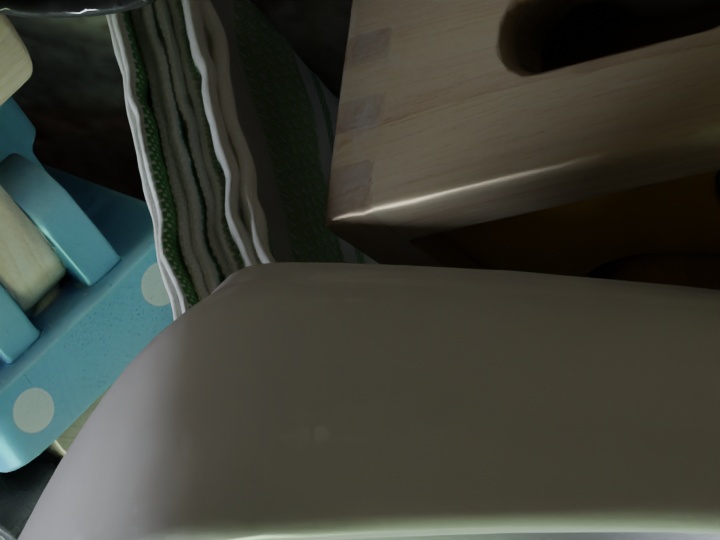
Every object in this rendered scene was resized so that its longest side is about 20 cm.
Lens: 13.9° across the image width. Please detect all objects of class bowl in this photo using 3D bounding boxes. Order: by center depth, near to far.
[{"bbox_3d":[0.019,0.063,0.626,0.199,0.075,0.200,4,151,-18],"label":"bowl"}]

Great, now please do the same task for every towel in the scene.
[{"bbox_3d":[0.000,0.000,0.744,0.031,0.150,0.200,-24,148,16],"label":"towel"}]

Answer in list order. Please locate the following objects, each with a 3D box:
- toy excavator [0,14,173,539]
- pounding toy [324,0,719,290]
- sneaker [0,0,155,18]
[{"bbox_3d":[-0.106,-0.013,0.781,0.200,0.100,0.194,52,164,-26],"label":"toy excavator"},{"bbox_3d":[0.093,-0.010,0.686,0.199,0.143,0.184,-13,149,36],"label":"pounding toy"},{"bbox_3d":[-0.030,-0.110,0.553,0.071,0.100,0.200,22,151,-26],"label":"sneaker"}]
